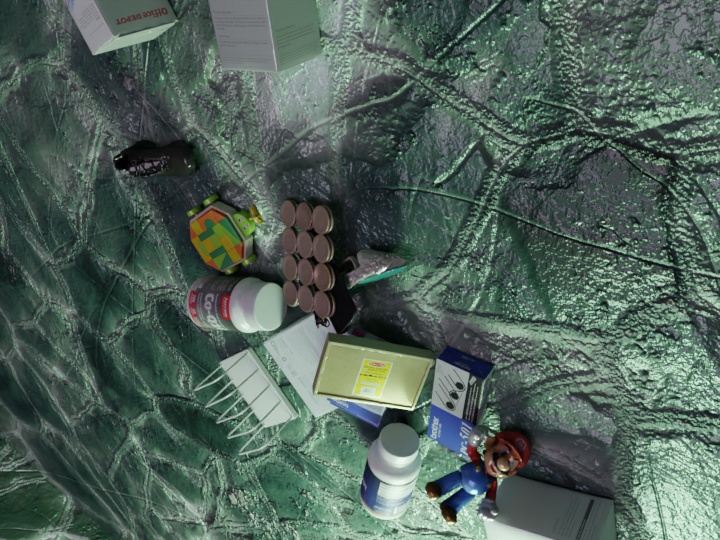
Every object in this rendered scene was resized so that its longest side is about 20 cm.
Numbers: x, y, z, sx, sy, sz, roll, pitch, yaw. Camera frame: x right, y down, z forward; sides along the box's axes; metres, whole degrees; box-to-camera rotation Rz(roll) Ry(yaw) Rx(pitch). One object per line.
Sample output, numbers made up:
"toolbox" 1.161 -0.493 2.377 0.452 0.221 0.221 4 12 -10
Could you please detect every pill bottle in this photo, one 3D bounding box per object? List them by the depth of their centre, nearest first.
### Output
"pill bottle" 0.064 0.408 1.300 0.110 0.111 0.202 27 130 21
"pill bottle" -0.258 0.070 1.320 0.198 0.114 0.115 1 119 37

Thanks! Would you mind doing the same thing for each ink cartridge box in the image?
"ink cartridge box" -0.424 -0.484 1.060 0.085 0.147 0.202 -10 111 41
"ink cartridge box" 0.178 0.241 1.149 0.093 0.044 0.202 22 129 27
"ink cartridge box" 0.007 0.217 1.232 0.118 0.042 0.202 23 121 11
"ink cartridge box" -0.071 0.182 1.293 0.199 0.043 0.197 -30 98 29

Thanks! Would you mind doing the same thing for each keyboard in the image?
"keyboard" -0.070 0.026 1.153 0.127 0.020 0.201 -49 60 44

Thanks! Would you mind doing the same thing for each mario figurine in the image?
"mario figurine" 0.211 0.355 1.106 0.124 0.199 0.106 51 -178 -33

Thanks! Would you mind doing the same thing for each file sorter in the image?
"file sorter" -0.274 0.308 1.483 0.138 0.124 0.201 -27 100 44

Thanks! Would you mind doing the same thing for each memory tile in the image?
"memory tile" -0.095 -0.023 1.145 0.152 0.017 0.203 13 107 48

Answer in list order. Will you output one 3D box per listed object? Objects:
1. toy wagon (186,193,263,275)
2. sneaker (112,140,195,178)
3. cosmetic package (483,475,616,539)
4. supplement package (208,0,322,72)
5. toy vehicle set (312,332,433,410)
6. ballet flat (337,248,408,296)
"toy wagon" -0.273 -0.077 1.288 0.199 0.040 0.156 -23 103 44
"sneaker" -0.414 -0.214 1.271 0.198 0.091 0.077 6 120 33
"cosmetic package" 0.345 0.501 1.140 0.198 0.123 0.201 4 120 37
"supplement package" -0.144 -0.405 0.919 0.116 0.117 0.202 14 126 31
"toy vehicle set" 0.021 0.186 1.151 0.198 0.027 0.125 12 118 -14
"ballet flat" 0.000 0.000 1.113 0.199 0.072 0.072 -30 98 46
